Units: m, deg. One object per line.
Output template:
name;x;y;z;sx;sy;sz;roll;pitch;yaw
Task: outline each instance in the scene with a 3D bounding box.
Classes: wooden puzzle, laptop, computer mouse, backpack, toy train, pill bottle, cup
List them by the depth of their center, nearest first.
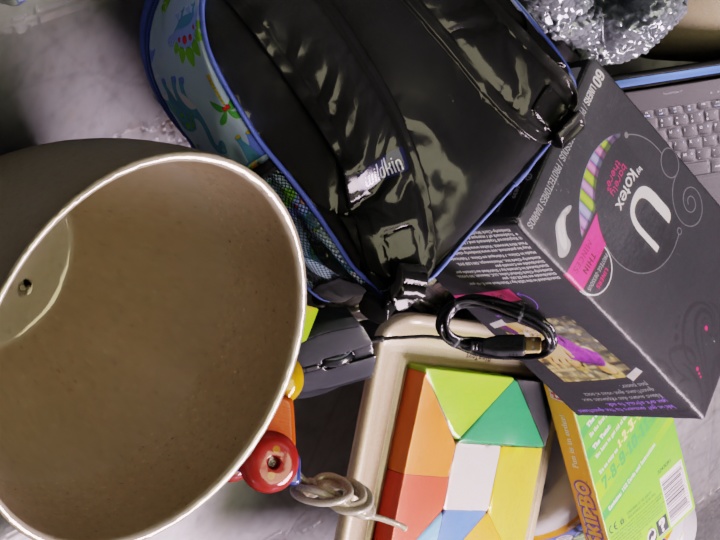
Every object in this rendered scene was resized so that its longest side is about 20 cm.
cup;-0.147;0.017;0.930;0.200;0.143;0.201;-25;127;-38
backpack;-0.015;-0.103;0.993;0.183;0.147;0.200;-46;109;-23
toy train;-0.049;0.066;1.067;0.199;0.085;0.116;18;83;-21
computer mouse;0.015;0.048;1.099;0.034;0.199;0.059;-72;151;-56
wooden puzzle;0.063;0.130;1.197;0.185;0.037;0.201;9;98;-45
laptop;0.210;-0.075;1.228;0.104;0.176;0.201;-88;168;-52
pill bottle;0.168;0.161;1.368;0.200;0.112;0.112;33;85;-49

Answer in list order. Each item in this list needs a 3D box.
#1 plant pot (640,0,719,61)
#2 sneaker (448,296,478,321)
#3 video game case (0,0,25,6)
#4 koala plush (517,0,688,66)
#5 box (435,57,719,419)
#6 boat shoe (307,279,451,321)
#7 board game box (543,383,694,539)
plant pot;0.207;-0.209;1.184;0.134;0.201;0.200;-32;143;17
sneaker;0.092;0.086;1.282;0.108;0.067;0.202;-14;117;-39
video game case;-0.133;-0.255;0.880;0.200;0.045;0.182;-44;135;-22
koala plush;0.157;-0.233;1.021;0.200;0.178;0.184;-30;172;18
box;0.134;-0.014;1.125;0.200;0.106;0.123;43;61;-33
boat shoe;0.000;0.000;1.135;0.200;0.072;0.066;7;100;-53
board game box;0.167;0.094;1.249;0.095;0.030;0.201;-34;119;-39
